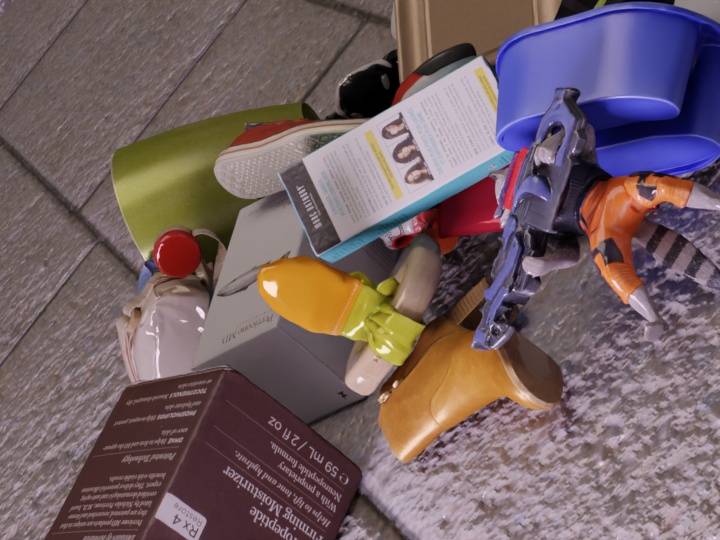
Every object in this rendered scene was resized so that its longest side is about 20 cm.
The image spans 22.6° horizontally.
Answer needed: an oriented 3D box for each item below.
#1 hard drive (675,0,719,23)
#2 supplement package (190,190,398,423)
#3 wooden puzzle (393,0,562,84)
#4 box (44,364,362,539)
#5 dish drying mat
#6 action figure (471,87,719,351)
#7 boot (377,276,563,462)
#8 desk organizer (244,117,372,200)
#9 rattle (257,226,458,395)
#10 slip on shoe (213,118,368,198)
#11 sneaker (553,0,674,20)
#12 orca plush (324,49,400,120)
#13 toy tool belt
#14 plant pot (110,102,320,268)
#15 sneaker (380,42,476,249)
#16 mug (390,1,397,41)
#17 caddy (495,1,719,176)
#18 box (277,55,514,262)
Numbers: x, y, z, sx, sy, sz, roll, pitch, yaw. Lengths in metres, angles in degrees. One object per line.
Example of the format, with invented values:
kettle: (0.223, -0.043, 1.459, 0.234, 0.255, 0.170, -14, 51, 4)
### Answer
hard drive: (0.322, -0.215, 1.453, 0.132, 0.027, 0.201, -41, 28, 20)
supplement package: (-0.055, 0.027, 1.633, 0.116, 0.117, 0.201, -26, 36, 36)
wooden puzzle: (0.110, -0.265, 1.596, 0.199, 0.037, 0.187, -15, 74, 45)
box: (-0.134, 0.210, 1.467, 0.164, 0.166, 0.201, -13, 45, 50)
dish drying mat: (0.155, -0.070, 1.475, 0.198, 0.018, 0.077, -7, 57, 31)
action figure: (0.164, -0.017, 1.304, 0.193, 0.104, 0.201, 34, 106, 39)
boot: (0.079, 0.099, 1.399, 0.144, 0.071, 0.201, -50, 21, 13)
desk organizer: (-0.006, -0.102, 1.710, 0.198, 0.077, 0.073, -1, 83, 17)
rattle: (0.000, 0.000, 1.509, 0.201, 0.142, 0.131, -70, -5, -48)
slip on shoe: (-0.046, -0.109, 1.603, 0.199, 0.074, 0.061, -6, 42, 41)
sneaker: (0.191, -0.199, 1.468, 0.200, 0.071, 0.083, -45, 41, 45)
orca plush: (0.024, -0.151, 1.757, 0.105, 0.071, 0.200, -39, -7, -7)
toy tool belt: (-0.176, 0.038, 1.760, 0.124, 0.202, 0.123, -3, 21, -4)
plant pot: (-0.122, -0.085, 1.849, 0.199, 0.188, 0.188, -26, 32, 12)
sneaker: (0.062, -0.102, 1.578, 0.067, 0.108, 0.201, -16, -22, -43)
mug: (0.127, -0.259, 1.706, 0.176, 0.147, 0.200, -54, 51, 13)
caddy: (0.194, -0.141, 1.379, 0.199, 0.141, 0.106, -11, 59, 39)
box: (0.038, -0.090, 1.494, 0.199, 0.049, 0.083, -29, 76, 11)
